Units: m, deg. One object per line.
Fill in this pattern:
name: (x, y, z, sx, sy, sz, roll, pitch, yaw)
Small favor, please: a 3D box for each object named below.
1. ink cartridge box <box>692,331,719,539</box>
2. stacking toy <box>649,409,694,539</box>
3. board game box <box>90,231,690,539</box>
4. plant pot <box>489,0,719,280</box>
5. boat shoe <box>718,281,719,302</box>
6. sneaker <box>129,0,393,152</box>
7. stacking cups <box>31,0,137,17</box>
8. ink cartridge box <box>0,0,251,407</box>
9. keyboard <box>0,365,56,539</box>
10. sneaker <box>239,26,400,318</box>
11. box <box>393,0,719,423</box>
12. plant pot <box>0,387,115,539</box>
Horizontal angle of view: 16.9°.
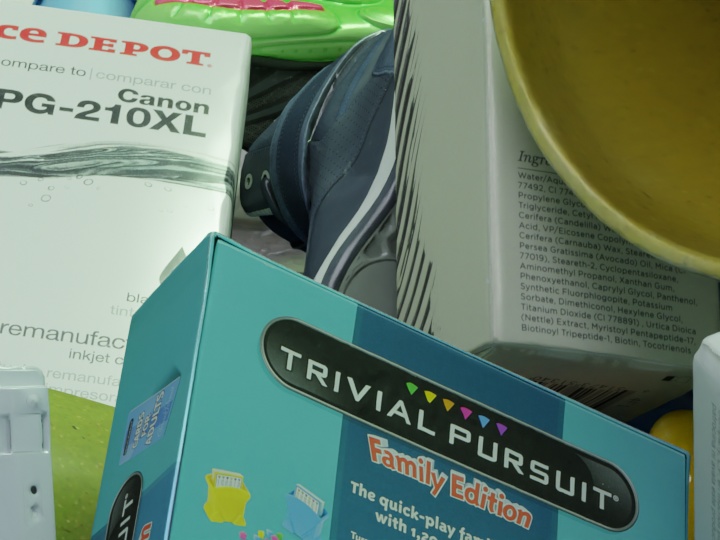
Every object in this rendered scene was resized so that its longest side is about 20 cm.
ink cartridge box: (0.162, 0.113, 0.565, 0.085, 0.147, 0.200, -18, 35, -19)
stacking toy: (0.114, 0.067, 0.715, 0.199, 0.086, 0.086, -7, 32, 10)
board game box: (0.006, 0.108, 0.572, 0.150, 0.047, 0.201, 25, 48, -22)
plant pot: (0.156, -0.093, 0.677, 0.199, 0.201, 0.142, 25, 14, 40)
boat shoe: (0.127, 0.010, 0.792, 0.072, 0.073, 0.199, -39, 24, -31)
sneaker: (0.006, -0.066, 0.942, 0.199, 0.084, 0.077, 10, 31, -5)
stacking cups: (-0.113, -0.096, 1.027, 0.060, 0.061, 0.200, -7, 35, 1)
ink cartridge box: (-0.116, 0.001, 0.801, 0.144, 0.085, 0.201, 7, 42, -4)
keyboard: (-0.096, 0.123, 0.577, 0.056, 0.202, 0.011, 0, -8, -27)
sneaker: (0.002, 0.000, 0.830, 0.077, 0.146, 0.203, 27, 64, -18)
box: (0.057, -0.058, 0.749, 0.082, 0.068, 0.201, 9, 68, -22)
plant pot: (-0.135, 0.098, 0.650, 0.199, 0.188, 0.187, -2, 30, -19)
